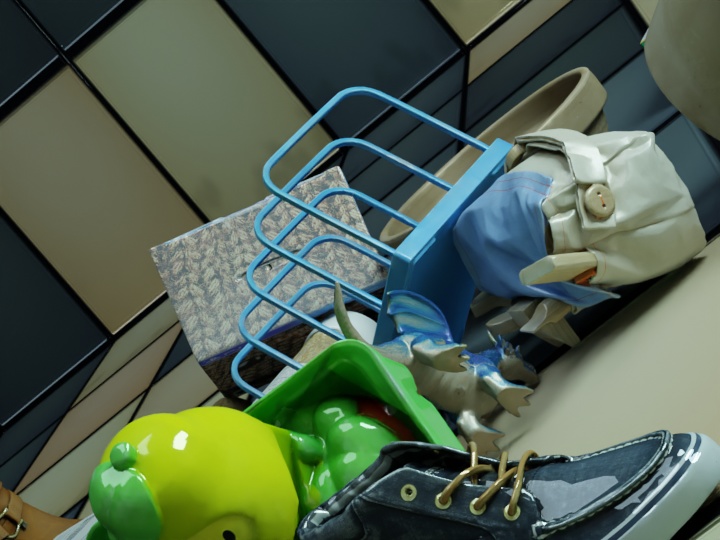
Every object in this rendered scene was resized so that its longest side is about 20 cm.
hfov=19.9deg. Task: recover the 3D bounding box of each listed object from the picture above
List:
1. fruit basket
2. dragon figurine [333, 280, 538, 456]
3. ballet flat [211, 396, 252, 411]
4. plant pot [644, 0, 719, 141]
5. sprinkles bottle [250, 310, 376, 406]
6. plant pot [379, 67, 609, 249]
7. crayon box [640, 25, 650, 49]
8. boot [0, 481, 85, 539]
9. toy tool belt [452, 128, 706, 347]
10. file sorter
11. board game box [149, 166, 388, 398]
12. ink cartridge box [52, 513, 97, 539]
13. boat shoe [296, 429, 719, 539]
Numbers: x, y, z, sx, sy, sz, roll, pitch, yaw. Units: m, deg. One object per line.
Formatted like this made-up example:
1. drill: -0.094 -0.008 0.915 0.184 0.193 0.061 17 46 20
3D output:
1. fruit basket: -0.048 0.132 1.035 0.216 0.156 0.216 -35 -6 -4
2. dragon figurine: 0.033 0.051 1.180 0.059 0.200 0.099 -59 35 9
3. ballet flat: -0.134 0.171 1.623 0.072 0.068 0.200 -1 31 47
4. plant pot: 0.263 -0.167 1.219 0.174 0.200 0.200 -55 -2 37
5. sprinkles bottle: -0.045 0.108 1.481 0.068 0.068 0.200 -33 11 41
6. plant pot: 0.118 -0.052 1.515 0.201 0.093 0.201 -39 7 6
7. crayon box: 0.313 -0.232 1.713 0.119 0.058 0.200 -35 9 30
8. boot: -0.276 0.210 1.677 0.200 0.155 0.077 -46 9 -34
9. toy tool belt: 0.108 -0.016 1.248 0.123 0.125 0.200 -33 5 -23
10. file sorter: 0.000 0.000 1.363 0.139 0.123 0.200 -48 -20 -42
11. board game box: -0.064 0.015 1.626 0.159 0.097 0.200 -24 -12 -2
12. ink cartridge box: -0.166 0.217 1.386 0.200 0.084 0.144 -34 9 41
13. boat shoe: 0.061 0.106 0.911 0.200 0.091 0.071 -35 9 31
